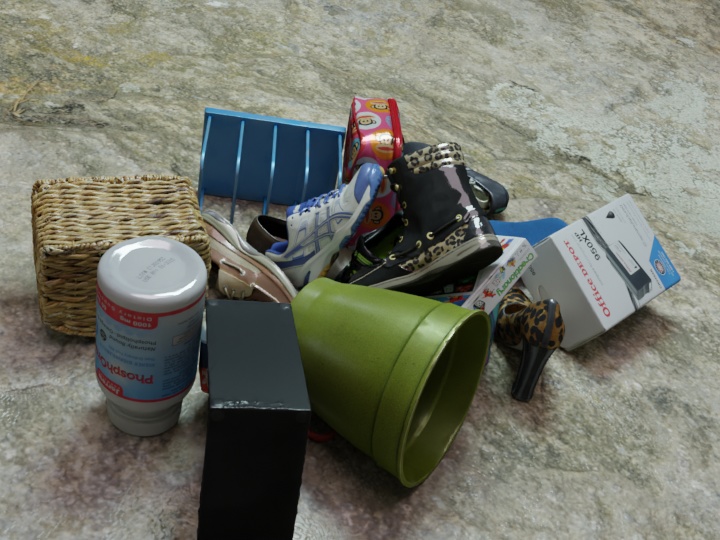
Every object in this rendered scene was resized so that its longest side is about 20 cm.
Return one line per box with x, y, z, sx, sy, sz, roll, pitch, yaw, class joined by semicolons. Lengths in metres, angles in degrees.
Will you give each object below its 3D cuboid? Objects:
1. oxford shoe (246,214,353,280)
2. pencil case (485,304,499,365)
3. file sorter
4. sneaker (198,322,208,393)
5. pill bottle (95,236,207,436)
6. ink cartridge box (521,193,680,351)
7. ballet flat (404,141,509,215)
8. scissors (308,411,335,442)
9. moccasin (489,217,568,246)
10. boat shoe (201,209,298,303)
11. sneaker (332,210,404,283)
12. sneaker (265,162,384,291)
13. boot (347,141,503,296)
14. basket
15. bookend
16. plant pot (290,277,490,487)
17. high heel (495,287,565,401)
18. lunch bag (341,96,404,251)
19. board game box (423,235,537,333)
-0.057;-0.025;1.291;0.198;0.085;0.073;14;35;-1;oxford shoe
0.134;0.044;1.257;0.091;0.086;0.201;12;37;6;pencil case
-0.127;-0.122;1.354;0.198;0.140;0.123;7;41;-8;file sorter
-0.126;0.100;1.119;0.074;0.086;0.200;12;5;25;sneaker
-0.221;0.074;1.014;0.107;0.202;0.109;8;36;-6;pill bottle
0.324;0.000;1.327;0.199;0.084;0.146;-25;82;-39;ink cartridge box
0.136;-0.140;1.513;0.199;0.074;0.073;28;39;16;ballet flat
-0.051;0.128;1.151;0.072;0.014;0.201;13;38;1;scissors
0.213;-0.025;1.389;0.198;0.069;0.081;-2;47;-17;moccasin
-0.150;0.009;1.240;0.200;0.076;0.072;41;73;20;boat shoe
0.000;0.000;1.227;0.200;0.083;0.071;-46;57;-5;sneaker
-0.048;-0.062;1.205;0.088;0.201;0.075;36;25;-1;sneaker
0.059;-0.050;1.149;0.073;0.199;0.152;18;53;-56;boot
-0.286;-0.017;1.163;0.198;0.144;0.149;-5;38;-19;basket
-0.114;0.163;0.964;0.091;0.201;0.200;4;26;-12;bookend
0.013;0.102;1.066;0.191;0.202;0.200;23;37;24;plant pot
0.219;0.047;1.230;0.071;0.144;0.201;10;37;-4;high heel
0.011;-0.136;1.361;0.081;0.202;0.177;2;38;-7;lunch bag
0.113;0.008;1.197;0.126;0.035;0.199;-47;23;-15;board game box
